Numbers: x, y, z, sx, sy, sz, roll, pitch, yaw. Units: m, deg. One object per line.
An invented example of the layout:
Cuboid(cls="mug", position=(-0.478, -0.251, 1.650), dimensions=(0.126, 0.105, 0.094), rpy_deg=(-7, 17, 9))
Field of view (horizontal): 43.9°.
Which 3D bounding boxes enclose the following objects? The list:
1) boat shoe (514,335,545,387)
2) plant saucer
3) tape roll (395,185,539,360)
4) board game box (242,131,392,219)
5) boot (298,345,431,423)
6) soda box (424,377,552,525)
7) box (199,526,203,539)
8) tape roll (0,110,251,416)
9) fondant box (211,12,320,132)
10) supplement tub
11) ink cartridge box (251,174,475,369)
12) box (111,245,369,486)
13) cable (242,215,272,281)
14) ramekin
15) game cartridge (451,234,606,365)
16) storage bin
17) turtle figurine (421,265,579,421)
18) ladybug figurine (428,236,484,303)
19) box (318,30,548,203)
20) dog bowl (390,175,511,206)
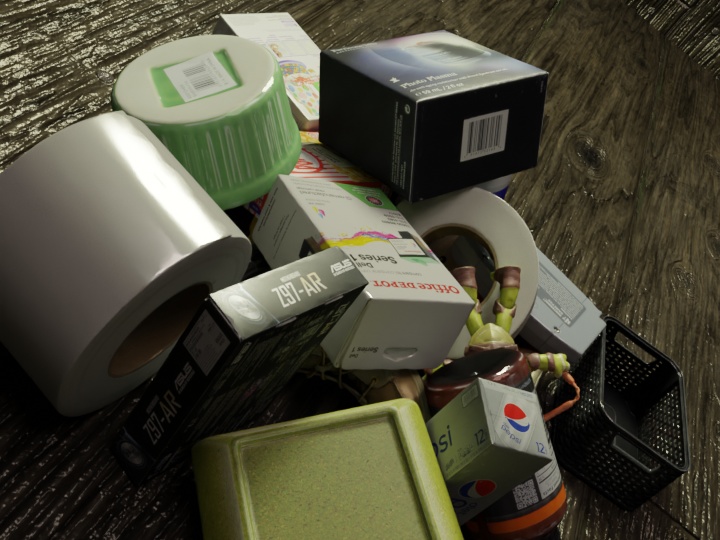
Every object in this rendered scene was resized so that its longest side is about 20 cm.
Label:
Cuboid(cls="boat shoe", position=(0.162, 0.124, 1.027), dimensions=(0.073, 0.076, 0.201), rpy_deg=(31, 35, -5))
Cuboid(cls="plant saucer", position=(-0.020, 0.185, 0.671), dimensions=(0.195, 0.048, 0.202), rpy_deg=(-9, 50, -12))
Cuboid(cls="tape roll", position=(0.103, 0.004, 1.016), dimensions=(0.204, 0.202, 0.037), rpy_deg=(52, -1, 18))
Cuboid(cls="board game box", position=(-0.079, -0.114, 1.046), dimensions=(0.198, 0.047, 0.151), rpy_deg=(-7, 34, -46))
Cuboid(cls="boot", position=(-0.025, 0.097, 0.885), dimensions=(0.153, 0.073, 0.202), rpy_deg=(5, 46, -39))
Cuboid(cls="soda box", position=(0.074, 0.177, 0.778), dimensions=(0.067, 0.200, 0.064), rpy_deg=(17, 44, -27))
Cuboid(cls="box", position=(-0.037, 0.285, 0.690), dimensions=(0.155, 0.051, 0.203), rpy_deg=(13, 43, -31))
Cuboid(cls="tape roll", position=(-0.203, -0.003, 0.721), dimensions=(0.139, 0.203, 0.202), rpy_deg=(46, 36, 10))
Cuboid(cls="fondant box", position=(-0.097, -0.263, 1.222), dimensions=(0.201, 0.059, 0.143), rpy_deg=(50, 36, 15))
Cuboid(cls="supplement tub", position=(0.135, 0.186, 0.860), dimensions=(0.106, 0.105, 0.204), rpy_deg=(-26, 101, -52))
Cuboid(cls="ink cartridge box", position=(0.000, 0.000, 0.897), dimensions=(0.143, 0.085, 0.201), rpy_deg=(4, 36, -39))
Cuboid(cls="box", position=(-0.099, 0.077, 0.730), dimensions=(0.044, 0.201, 0.159), rpy_deg=(48, 37, 14))
Cuboid(cls="cable", position=(-0.113, -0.004, 0.956), dimensions=(0.097, 0.050, 0.200), rpy_deg=(46, 45, 0))
Cuboid(cls="ramekin", position=(-0.163, -0.160, 0.933), dimensions=(0.195, 0.099, 0.202), rpy_deg=(-3, 42, 3))
Cuboid(cls="game cartridge", position=(0.201, 0.022, 1.078), dimensions=(0.200, 0.041, 0.133), rpy_deg=(46, 33, 12))
Cuboid(cls="storage bin", position=(0.320, 0.171, 1.103), dimensions=(0.134, 0.094, 0.201), rpy_deg=(34, 35, -7))
Cuboid(cls="turtle figurine", position=(0.126, 0.080, 0.939), dimensions=(0.064, 0.195, 0.165), rpy_deg=(56, 30, -72))
Cuboid(cls="ladybug figurine", position=(0.164, 0.013, 1.148), dimensions=(0.197, 0.072, 0.137), rpy_deg=(23, 38, -22))
Cuboid(cls="box", position=(0.079, -0.192, 1.056), dimensions=(0.197, 0.126, 0.198), rpy_deg=(-18, 35, -30))
Cuboid(cls="dog bowl", position=(0.101, -0.135, 1.192), dimensions=(0.195, 0.080, 0.201), rpy_deg=(11, 30, -6))
